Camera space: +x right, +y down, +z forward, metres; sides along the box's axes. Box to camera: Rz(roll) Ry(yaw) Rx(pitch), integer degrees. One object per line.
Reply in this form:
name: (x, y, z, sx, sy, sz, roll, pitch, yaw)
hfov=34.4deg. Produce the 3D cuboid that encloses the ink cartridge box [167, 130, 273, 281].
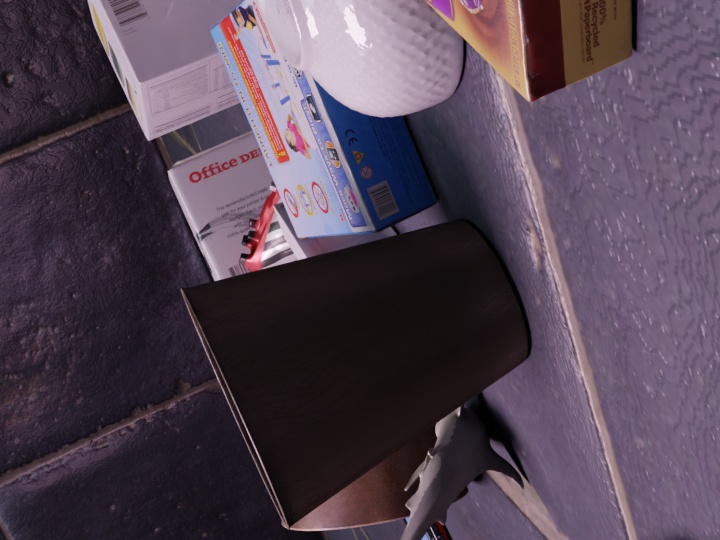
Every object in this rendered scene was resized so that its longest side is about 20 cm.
ink cartridge box: (-0.103, -0.042, 1.261, 0.083, 0.147, 0.200, 120, 127, -77)

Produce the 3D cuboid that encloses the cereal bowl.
cereal bowl: (-0.019, -0.183, 0.713, 0.200, 0.083, 0.200, 157, 90, -80)

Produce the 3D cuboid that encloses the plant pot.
plant pot: (-0.002, 0.135, 1.149, 0.187, 0.187, 0.200, 158, 102, -79)

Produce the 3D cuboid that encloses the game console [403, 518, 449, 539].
game console: (0.054, 0.384, 1.503, 0.172, 0.119, 0.200, 63, 169, 13)

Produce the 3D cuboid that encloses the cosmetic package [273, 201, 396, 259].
cosmetic package: (0.000, 0.000, 1.023, 0.051, 0.083, 0.200, 78, 165, -46)

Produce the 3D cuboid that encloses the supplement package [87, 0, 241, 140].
supplement package: (-0.180, -0.248, 1.165, 0.152, 0.151, 0.200, 64, 169, 5)

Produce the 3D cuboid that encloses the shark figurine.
shark figurine: (0.086, 0.176, 0.952, 0.089, 0.215, 0.128, 28, 129, 4)

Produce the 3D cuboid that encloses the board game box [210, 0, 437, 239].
board game box: (-0.036, -0.128, 0.924, 0.200, 0.056, 0.196, 67, 162, -8)

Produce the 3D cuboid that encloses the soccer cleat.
soccer cleat: (-0.055, -0.065, 1.145, 0.069, 0.085, 0.200, -91, 23, -49)

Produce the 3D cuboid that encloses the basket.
basket: (0.003, 0.056, 0.808, 0.136, 0.200, 0.180, -176, 63, -79)

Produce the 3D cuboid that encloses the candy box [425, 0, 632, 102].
candy box: (0.041, -0.177, 0.511, 0.117, 0.056, 0.200, 75, 167, -45)
